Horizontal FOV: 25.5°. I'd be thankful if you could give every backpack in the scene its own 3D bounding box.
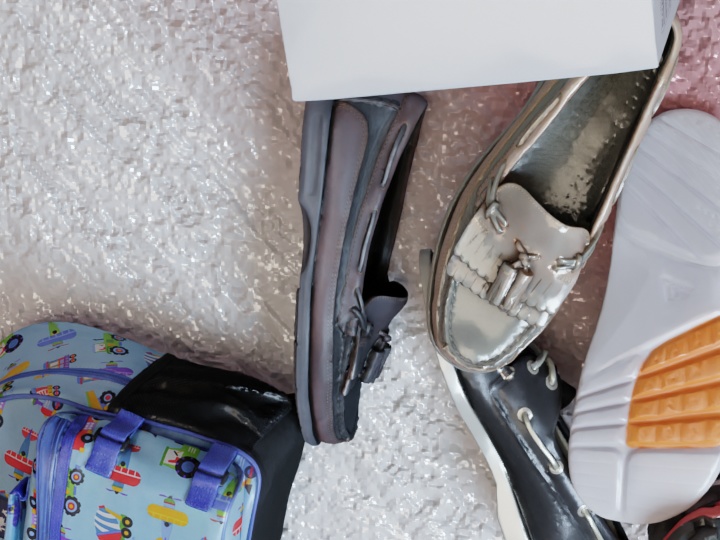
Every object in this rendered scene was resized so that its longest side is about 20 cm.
[{"bbox_3d":[-0.146,0.129,0.878,0.198,0.135,0.184,19,112,10],"label":"backpack"}]

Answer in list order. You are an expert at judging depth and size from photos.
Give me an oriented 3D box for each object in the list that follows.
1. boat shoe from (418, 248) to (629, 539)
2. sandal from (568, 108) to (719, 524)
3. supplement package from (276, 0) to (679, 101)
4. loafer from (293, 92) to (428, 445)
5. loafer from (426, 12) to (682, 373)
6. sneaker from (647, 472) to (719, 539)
[{"bbox_3d":[0.085,0.075,0.831,0.060,0.074,0.201,-19,100,14],"label":"boat shoe"},{"bbox_3d":[0.160,0.025,0.805,0.079,0.059,0.209,10,90,18],"label":"sandal"},{"bbox_3d":[0.055,-0.173,0.679,0.150,0.200,0.152,-3,109,16],"label":"supplement package"},{"bbox_3d":[0.000,0.000,0.829,0.062,0.072,0.202,4,107,8],"label":"loafer"},{"bbox_3d":[0.091,-0.041,0.758,0.072,0.063,0.201,28,92,-6],"label":"loafer"},{"bbox_3d":[0.237,0.131,0.815,0.199,0.098,0.072,-8,98,-7],"label":"sneaker"}]
